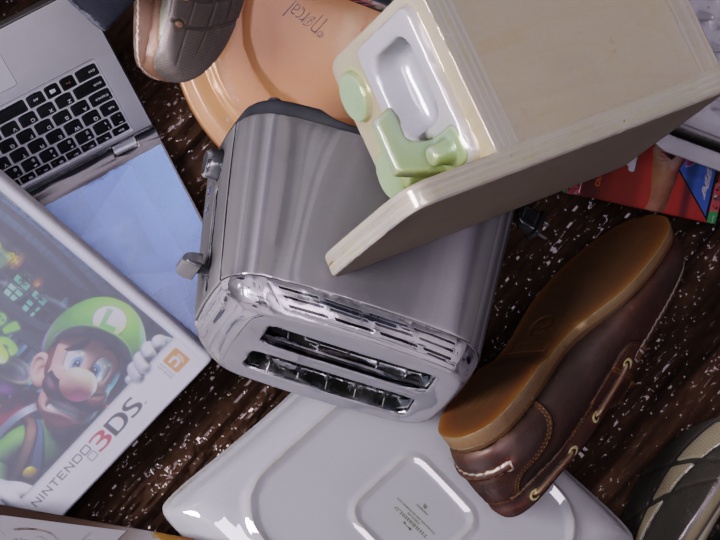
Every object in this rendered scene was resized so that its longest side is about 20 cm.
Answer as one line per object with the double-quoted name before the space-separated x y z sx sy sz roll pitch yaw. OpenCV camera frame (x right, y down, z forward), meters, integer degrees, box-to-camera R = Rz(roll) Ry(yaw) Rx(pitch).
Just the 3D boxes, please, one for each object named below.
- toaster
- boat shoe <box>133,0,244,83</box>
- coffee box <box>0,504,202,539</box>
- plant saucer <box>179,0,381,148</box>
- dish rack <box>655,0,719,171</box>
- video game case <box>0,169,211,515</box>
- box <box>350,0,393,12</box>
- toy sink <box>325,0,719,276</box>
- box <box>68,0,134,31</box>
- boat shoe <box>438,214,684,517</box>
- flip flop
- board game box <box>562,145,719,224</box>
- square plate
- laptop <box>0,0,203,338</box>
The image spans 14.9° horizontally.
"toaster" 0.000 0.000 1.525 0.200 0.114 0.129 18 63 -12
"boat shoe" -0.107 -0.195 1.555 0.072 0.076 0.200 -5 63 25
"coffee box" -0.144 0.203 1.509 0.200 0.080 0.115 8 114 22
"plant saucer" -0.010 -0.141 1.591 0.200 0.032 0.201 0 89 -2
"dish rack" 0.233 -0.150 1.567 0.171 0.044 0.200 17 89 -33
"video game case" -0.215 0.051 1.545 0.200 0.023 0.182 42 96 -21
"box" 0.080 -0.193 1.557 0.200 0.040 0.137 18 89 -22
"toy sink" 0.064 -0.093 1.446 0.200 0.130 0.112 -22 82 -25
"box" -0.147 -0.269 1.490 0.200 0.198 0.123 -48 133 -1
"boat shoe" 0.121 0.053 1.561 0.200 0.070 0.070 -46 116 -25
"flip flop" 0.183 0.179 1.579 0.058 0.081 0.200 19 89 -23
"board game box" 0.180 -0.133 1.575 0.103 0.019 0.200 10 93 -31
"square plate" 0.026 0.140 1.544 0.200 0.028 0.198 45 65 7
"laptop" -0.190 -0.022 1.543 0.187 0.200 0.116 -28 51 -2
